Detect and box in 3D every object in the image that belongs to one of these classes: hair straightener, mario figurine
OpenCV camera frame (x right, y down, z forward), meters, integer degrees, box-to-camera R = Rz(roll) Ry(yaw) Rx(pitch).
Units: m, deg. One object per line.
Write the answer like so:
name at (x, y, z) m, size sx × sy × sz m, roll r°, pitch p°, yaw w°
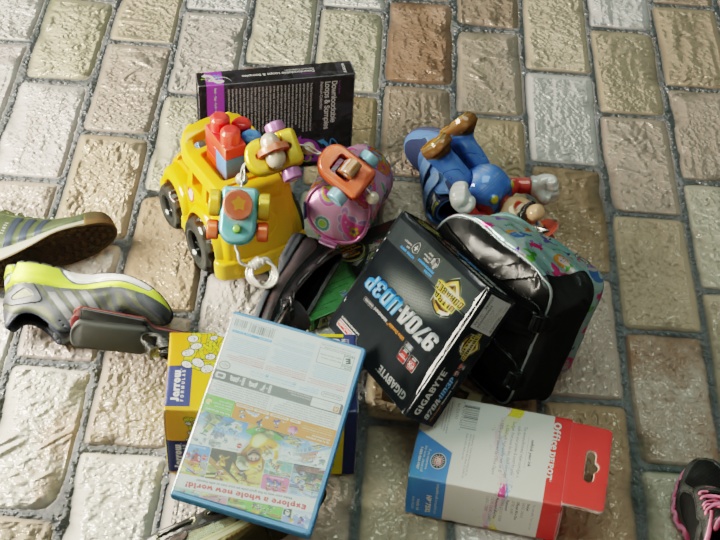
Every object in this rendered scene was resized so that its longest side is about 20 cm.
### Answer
hair straightener at (-0.221, 0.088, 1.531) m, size 0.199 × 0.041 × 0.077 m, roll 16°, pitch 21°, yaw -14°
mario figurine at (0.169, -0.095, 1.643) m, size 0.123 × 0.106 × 0.200 m, roll -40°, pitch 97°, yaw 1°

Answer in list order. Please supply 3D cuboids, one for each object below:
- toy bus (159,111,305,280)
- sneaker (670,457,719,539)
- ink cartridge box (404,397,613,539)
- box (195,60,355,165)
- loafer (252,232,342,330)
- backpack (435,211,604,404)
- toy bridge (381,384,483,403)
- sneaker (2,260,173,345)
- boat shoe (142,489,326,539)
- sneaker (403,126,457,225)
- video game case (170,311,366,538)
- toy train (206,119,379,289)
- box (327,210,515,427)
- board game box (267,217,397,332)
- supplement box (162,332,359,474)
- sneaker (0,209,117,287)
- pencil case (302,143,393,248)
toy bus at (-0.160, -0.118, 1.659) m, size 0.135 × 0.193 × 0.200 m, roll -22°, pitch 45°, yaw -21°
sneaker at (0.358, 0.259, 1.397) m, size 0.079 × 0.096 × 0.200 m, roll 4°, pitch 44°, yaw 3°
ink cartridge box at (0.154, 0.207, 1.450) m, size 0.199 × 0.067 × 0.116 m, roll 11°, pitch 46°, yaw 7°
box at (-0.108, -0.194, 1.772) m, size 0.199 × 0.143 × 0.036 m, roll -5°, pitch 45°, yaw -10°
loafer at (-0.075, 0.037, 1.575) m, size 0.063 × 0.072 × 0.200 m, roll 11°, pitch 50°, yaw 12°
backpack at (0.159, 0.030, 1.553) m, size 0.150 × 0.178 × 0.200 m, roll -9°, pitch 37°, yaw -44°
toy bridge at (0.042, 0.119, 1.552) m, size 0.199 × 0.027 × 0.067 m, roll 16°, pitch 37°, yaw 15°
sneaker at (-0.312, 0.048, 1.584) m, size 0.199 × 0.074 × 0.081 m, roll 7°, pitch 64°, yaw 2°
boat shoe at (-0.130, 0.250, 1.386) m, size 0.200 × 0.072 × 0.066 m, roll -27°, pitch 59°, yaw -21°
sneaker at (0.108, -0.109, 1.755) m, size 0.082 × 0.074 × 0.200 m, roll -26°, pitch 51°, yaw -23°
video game case at (-0.089, 0.150, 1.381) m, size 0.143 × 0.018 × 0.201 m, roll 16°, pitch 66°, yaw 3°
toy train at (-0.078, -0.084, 1.538) m, size 0.150 × 0.056 × 0.200 m, roll 43°, pitch 80°, yaw 3°
box at (0.061, 0.047, 1.488) m, size 0.046 × 0.159 × 0.200 m, roll 26°, pitch 13°, yaw -36°
board game box at (0.000, 0.000, 1.674) m, size 0.199 × 0.024 × 0.105 m, roll -21°, pitch 52°, yaw -23°
supplement box at (-0.103, 0.140, 1.469) m, size 0.199 × 0.110 × 0.109 m, roll 0°, pitch 45°, yaw -3°
sneaker at (-0.398, -0.044, 1.656) m, size 0.200 × 0.067 × 0.090 m, roll -23°, pitch 56°, yaw -20°
pencil case at (-0.013, -0.091, 1.673) m, size 0.087 × 0.088 × 0.200 m, roll 10°, pitch 20°, yaw 6°
